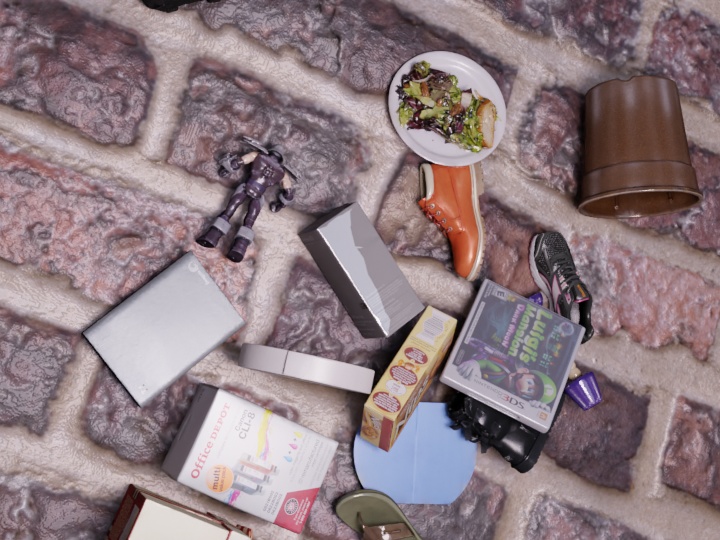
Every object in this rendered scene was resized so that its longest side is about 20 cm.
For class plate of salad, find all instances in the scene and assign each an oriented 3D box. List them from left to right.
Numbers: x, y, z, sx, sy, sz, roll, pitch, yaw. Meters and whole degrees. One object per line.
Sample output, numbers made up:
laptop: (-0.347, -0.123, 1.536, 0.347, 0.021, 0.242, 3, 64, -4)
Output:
plate of salad: (0.143, -0.264, 1.800, 0.199, 0.048, 0.201, 4, 74, -13)

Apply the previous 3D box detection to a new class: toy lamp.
toy lamp: (0.323, 0.134, 1.821, 0.058, 0.058, 0.200, -25, 72, -19)

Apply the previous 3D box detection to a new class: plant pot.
plant pot: (0.454, -0.203, 1.847, 0.200, 0.200, 0.199, 2, 79, -19)

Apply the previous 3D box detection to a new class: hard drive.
hard drive: (-0.287, 0.085, 1.656, 0.200, 0.033, 0.140, -39, 100, -17)

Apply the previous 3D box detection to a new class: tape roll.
tape roll: (-0.079, 0.143, 1.637, 0.202, 0.203, 0.037, 15, 82, -18)

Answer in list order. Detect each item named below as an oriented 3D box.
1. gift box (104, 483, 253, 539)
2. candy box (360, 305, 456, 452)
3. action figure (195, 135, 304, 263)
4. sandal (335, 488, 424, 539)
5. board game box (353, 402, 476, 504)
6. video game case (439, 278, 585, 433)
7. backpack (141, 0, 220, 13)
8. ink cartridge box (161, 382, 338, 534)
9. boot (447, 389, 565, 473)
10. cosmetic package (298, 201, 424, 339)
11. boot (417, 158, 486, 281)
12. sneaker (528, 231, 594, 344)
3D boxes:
gift box: (-0.260, 0.421, 1.566, 0.186, 0.200, 0.185, 26, 84, -18)
candy box: (0.073, 0.164, 1.706, 0.055, 0.116, 0.200, 28, 60, 14)
action figure: (-0.167, -0.114, 1.693, 0.130, 0.069, 0.200, 31, 74, -8)
sandal: (0.045, 0.411, 1.729, 0.080, 0.057, 0.201, -42, 104, 16)
board game box: (0.083, 0.286, 1.774, 0.199, 0.039, 0.159, 3, 87, -12)
video game case: (0.240, 0.130, 1.752, 0.181, 0.023, 0.200, 27, 57, 2)
backpack: (-0.262, -0.501, 1.635, 0.175, 0.153, 0.201, -16, 86, -14)
ink cartridge box: (-0.164, 0.270, 1.631, 0.200, 0.145, 0.146, 26, 79, -15)
boot: (0.231, 0.208, 1.787, 0.162, 0.073, 0.199, 39, 54, -12)
cosmetic package: (0.000, 0.000, 1.723, 0.090, 0.107, 0.200, -38, 98, -18)
boot: (0.143, -0.081, 1.799, 0.107, 0.075, 0.201, -1, 79, -16)
sneaker: (0.345, 0.029, 1.852, 0.080, 0.086, 0.201, -19, 93, -21)
